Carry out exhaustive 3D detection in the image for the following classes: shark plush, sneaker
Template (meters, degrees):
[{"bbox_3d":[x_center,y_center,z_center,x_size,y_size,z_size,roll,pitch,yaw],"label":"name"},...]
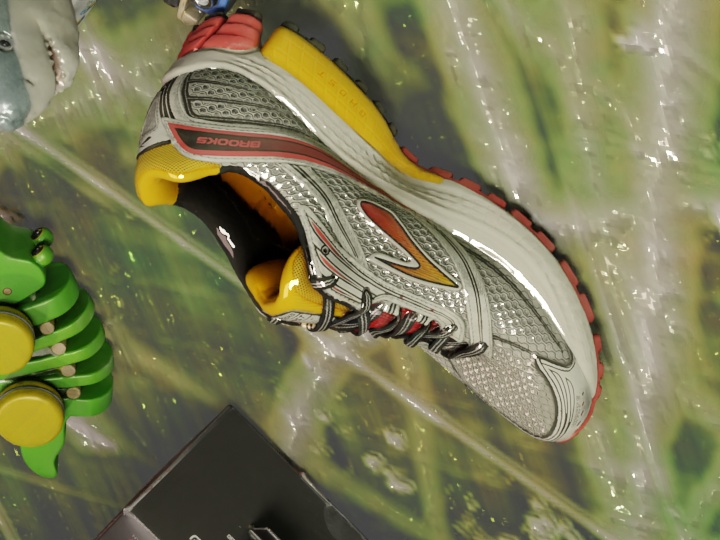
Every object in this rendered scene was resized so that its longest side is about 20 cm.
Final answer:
[{"bbox_3d":[-0.172,-0.135,1.037,0.200,0.083,0.091,45,147,-2],"label":"shark plush"},{"bbox_3d":[0.000,0.000,1.056,0.200,0.082,0.078,38,148,-11],"label":"sneaker"}]

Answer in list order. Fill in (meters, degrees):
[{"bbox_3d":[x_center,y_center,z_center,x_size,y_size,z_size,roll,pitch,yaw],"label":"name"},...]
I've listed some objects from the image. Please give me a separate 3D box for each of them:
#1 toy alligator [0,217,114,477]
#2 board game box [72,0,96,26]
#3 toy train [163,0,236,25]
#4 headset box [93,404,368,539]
[{"bbox_3d":[-0.145,0.008,1.265,0.054,0.059,0.200,-14,125,5],"label":"toy alligator"},{"bbox_3d":[-0.153,-0.140,1.121,0.126,0.035,0.200,45,147,-1],"label":"board game box"},{"bbox_3d":[-0.036,-0.148,0.990,0.046,0.034,0.200,29,145,3],"label":"toy train"},{"bbox_3d":[-0.055,0.159,1.308,0.149,0.077,0.200,45,149,0],"label":"headset box"}]
